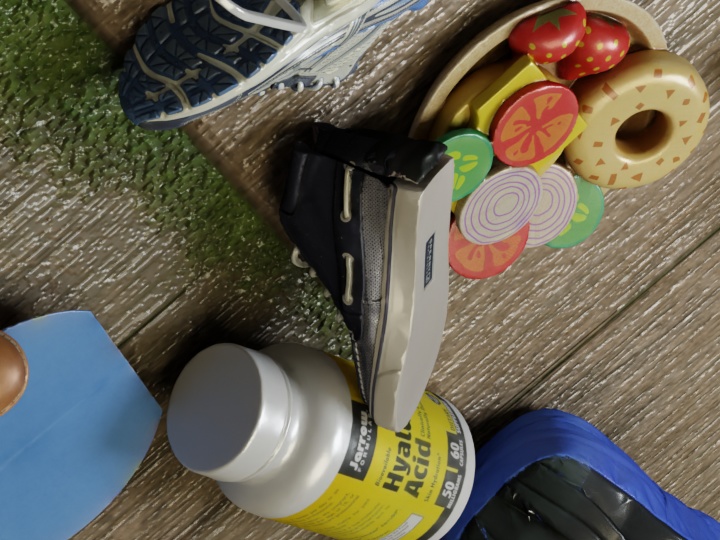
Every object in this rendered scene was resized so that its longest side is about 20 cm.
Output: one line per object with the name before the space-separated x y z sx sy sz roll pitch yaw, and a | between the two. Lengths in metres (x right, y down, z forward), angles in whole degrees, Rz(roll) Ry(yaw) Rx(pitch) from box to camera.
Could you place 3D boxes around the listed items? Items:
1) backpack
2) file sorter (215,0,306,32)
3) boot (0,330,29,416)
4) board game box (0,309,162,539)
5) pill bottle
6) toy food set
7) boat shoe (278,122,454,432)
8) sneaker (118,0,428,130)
backpack | 0.150 0.199 1.775 0.200 0.168 0.163 36 102 -16
file sorter | -0.023 -0.227 1.217 0.200 0.125 0.139 -47 169 12
boot | -0.255 0.048 1.320 0.199 0.155 0.077 9 80 -22
board game box | -0.209 0.093 1.501 0.158 0.039 0.200 -40 144 -7
pill bottle | -0.027 0.109 1.592 0.199 0.111 0.111 22 114 -47
toy food set | 0.113 -0.083 1.558 0.198 0.049 0.200 -43 141 7
boat shoe | 0.000 0.000 1.512 0.075 0.092 0.201 -47 149 -52
sneaker | -0.038 -0.126 1.385 0.199 0.077 0.085 -32 145 -6
